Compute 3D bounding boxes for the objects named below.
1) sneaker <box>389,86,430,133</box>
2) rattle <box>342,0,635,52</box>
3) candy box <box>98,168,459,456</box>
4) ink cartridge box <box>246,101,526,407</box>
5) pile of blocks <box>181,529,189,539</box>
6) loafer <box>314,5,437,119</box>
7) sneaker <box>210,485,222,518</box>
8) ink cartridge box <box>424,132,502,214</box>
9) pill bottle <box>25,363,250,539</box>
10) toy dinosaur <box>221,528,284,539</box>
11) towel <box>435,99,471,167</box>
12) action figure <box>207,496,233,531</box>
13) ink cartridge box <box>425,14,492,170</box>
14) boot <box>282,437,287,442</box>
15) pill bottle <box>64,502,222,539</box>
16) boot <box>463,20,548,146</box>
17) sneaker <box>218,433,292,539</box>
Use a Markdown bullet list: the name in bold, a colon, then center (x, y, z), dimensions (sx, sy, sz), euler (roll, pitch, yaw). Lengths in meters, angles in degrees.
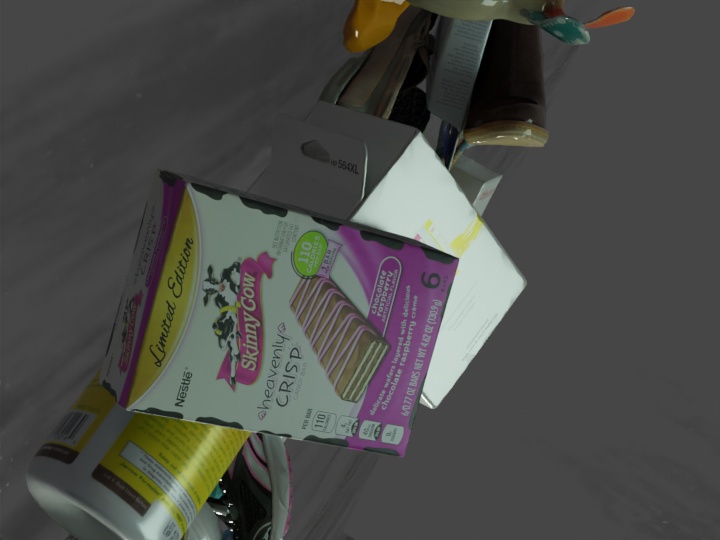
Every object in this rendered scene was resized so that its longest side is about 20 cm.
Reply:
- **sneaker**: center (0.016, -0.101, 1.158), dimensions (0.200, 0.071, 0.083), euler (-52, 169, -47)
- **rattle**: center (0.082, -0.174, 0.891), dimensions (0.144, 0.198, 0.130), euler (-65, 170, 26)
- **candy box**: center (-0.047, 0.030, 0.760), dimensions (0.061, 0.197, 0.139), euler (23, -82, 60)
- **ink cartridge box**: center (0.005, -0.020, 0.908), dimensions (0.126, 0.128, 0.200), euler (-51, 128, -13)
- **pile of blocks**: center (-0.152, 0.187, 0.868), dimensions (0.063, 0.081, 0.202), euler (77, 13, -45)
- **loafer**: center (0.028, -0.167, 1.048), dimensions (0.201, 0.062, 0.072), euler (-53, 168, -41)
- **sneaker**: center (-0.172, 0.247, 1.141), dimensions (0.200, 0.079, 0.078), euler (-51, 167, -45)
- **ink cartridge box**: center (0.063, -0.066, 1.357), dimensions (0.202, 0.124, 0.128), euler (-63, 171, 13)
- **pill bottle**: center (-0.126, 0.090, 0.824), dimensions (0.201, 0.108, 0.110), euler (-56, 170, -28)
- **toy dinosaur**: center (-0.156, 0.302, 1.202), dimensions (0.182, 0.198, 0.106), euler (-46, 137, -32)
- **towel**: center (0.110, -0.205, 1.224), dimensions (0.147, 0.021, 0.203), euler (122, -18, -72)
- **action figure**: center (-0.119, 0.166, 1.107), dimensions (0.200, 0.100, 0.121), euler (-12, 115, -73)
- **ink cartridge box**: center (0.087, -0.206, 1.109), dimensions (0.197, 0.043, 0.203), euler (-82, -171, -71)
- **boot**: center (-0.082, 0.088, 1.236), dimensions (0.091, 0.072, 0.202), euler (85, 27, -63)
- **pill bottle**: center (-0.190, 0.251, 0.934), dimensions (0.118, 0.115, 0.200), euler (-66, 170, 29)
- **boot**: center (0.127, -0.194, 1.047), dimensions (0.200, 0.071, 0.170), euler (-65, 157, -79)
- **sneaker**: center (-0.108, 0.146, 1.023), dimensions (0.080, 0.085, 0.204), euler (147, -57, -68)
